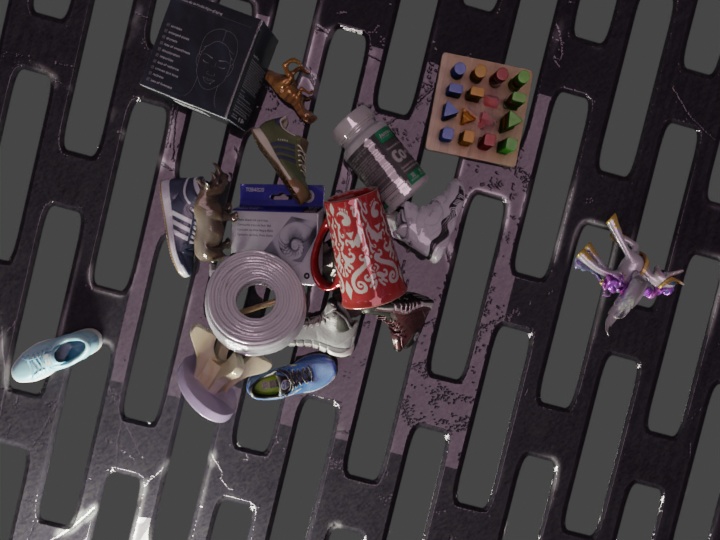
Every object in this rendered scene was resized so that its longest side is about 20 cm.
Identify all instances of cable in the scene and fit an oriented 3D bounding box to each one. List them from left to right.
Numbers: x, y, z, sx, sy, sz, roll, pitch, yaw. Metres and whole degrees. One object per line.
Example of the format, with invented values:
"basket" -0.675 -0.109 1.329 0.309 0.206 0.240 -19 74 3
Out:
"cable" -0.200 0.060 1.398 0.195 0.069 0.204 2 68 -9

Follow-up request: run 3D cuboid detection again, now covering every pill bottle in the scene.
"pill bottle" 0.037 -0.226 1.471 0.113 0.113 0.201 -40 90 0

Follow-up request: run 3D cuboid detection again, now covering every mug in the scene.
"mug" -0.015 -0.040 1.373 0.174 0.134 0.204 -14 105 -3

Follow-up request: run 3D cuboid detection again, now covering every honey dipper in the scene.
"honey dipper" -0.208 0.076 1.519 0.196 0.038 0.039 -19 93 2

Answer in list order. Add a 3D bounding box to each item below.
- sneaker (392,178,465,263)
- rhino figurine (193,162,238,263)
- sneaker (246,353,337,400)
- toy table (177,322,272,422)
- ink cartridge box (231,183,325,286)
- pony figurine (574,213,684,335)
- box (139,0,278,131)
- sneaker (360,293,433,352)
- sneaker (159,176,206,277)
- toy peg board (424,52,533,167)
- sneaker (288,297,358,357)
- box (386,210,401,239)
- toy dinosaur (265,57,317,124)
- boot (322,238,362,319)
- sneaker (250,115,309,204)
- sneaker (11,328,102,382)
"sneaker" 0.139 -0.121 1.471 0.113 0.075 0.203 25 62 -5
"rhino figurine" -0.289 -0.111 1.439 0.086 0.059 0.205 -8 110 -34
"sneaker" -0.140 0.229 1.499 0.196 0.089 0.080 -17 94 -1
"toy table" -0.276 0.193 1.436 0.182 0.200 0.118 28 101 -38
"ink cartridge box" -0.170 -0.075 1.482 0.195 0.041 0.205 2 92 17
"pony figurine" 0.541 0.015 1.497 0.200 0.167 0.193 43 83 12
"box" -0.295 -0.411 1.433 0.197 0.124 0.200 22 93 9
"sneaker" 0.069 0.111 1.472 0.197 0.075 0.118 2 105 -43
"sneaker" -0.340 -0.094 1.488 0.106 0.070 0.205 -11 90 0
"toy peg board" 0.249 -0.333 1.485 0.195 0.098 0.205 11 92 -3
"sneaker" -0.095 0.099 1.488 0.196 0.075 0.117 14 117 -12
"box" 0.077 -0.094 1.512 0.196 0.042 0.039 23 128 -3
"toy dinosaur" -0.160 -0.384 1.487 0.199 0.060 0.107 39 92 -3
"boot" 0.000 0.000 1.491 0.198 0.069 0.176 -28 92 29
"sneaker" -0.138 -0.233 1.468 0.089 0.067 0.202 -32 68 -10
"sneaker" -0.630 0.173 1.483 0.197 0.082 0.075 -27 92 -1
